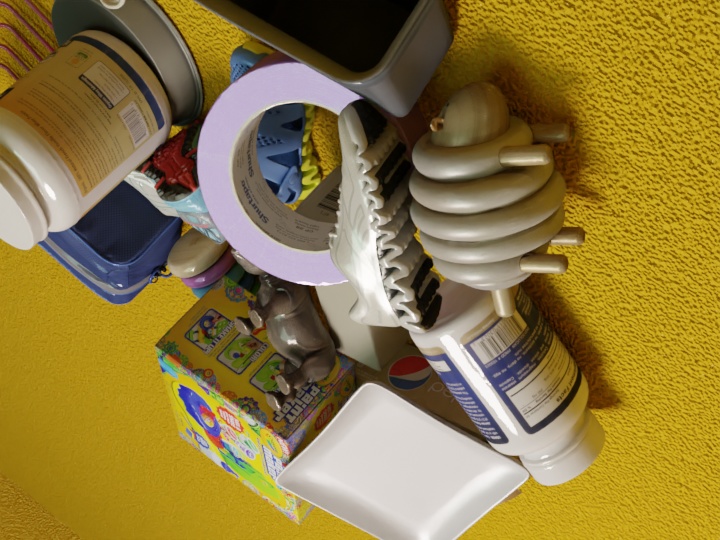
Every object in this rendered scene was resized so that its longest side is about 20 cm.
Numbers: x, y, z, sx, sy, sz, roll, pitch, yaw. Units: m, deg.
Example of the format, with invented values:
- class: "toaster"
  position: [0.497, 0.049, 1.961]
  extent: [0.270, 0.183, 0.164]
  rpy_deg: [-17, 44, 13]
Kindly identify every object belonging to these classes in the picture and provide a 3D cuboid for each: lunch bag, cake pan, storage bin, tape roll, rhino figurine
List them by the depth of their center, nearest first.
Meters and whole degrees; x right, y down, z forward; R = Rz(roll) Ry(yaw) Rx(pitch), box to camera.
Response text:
- class: "storage bin"
  position: [-0.018, -0.212, 0.948]
  extent: [0.199, 0.146, 0.134]
  rpy_deg: [32, 177, 21]
- class: "tape roll"
  position: [-0.039, -0.091, 1.087]
  extent: [0.197, 0.066, 0.203]
  rpy_deg: [7, 115, 14]
- class: "rhino figurine"
  position: [-0.083, 0.035, 1.263]
  extent: [0.059, 0.087, 0.202]
  rpy_deg: [0, 116, 49]
- class: "cake pan"
  position: [-0.251, -0.226, 1.317]
  extent: [0.199, 0.037, 0.201]
  rpy_deg: [32, 150, 21]
- class: "lunch bag"
  position: [-0.303, -0.060, 1.504]
  extent: [0.200, 0.136, 0.133]
  rpy_deg: [40, 153, 6]

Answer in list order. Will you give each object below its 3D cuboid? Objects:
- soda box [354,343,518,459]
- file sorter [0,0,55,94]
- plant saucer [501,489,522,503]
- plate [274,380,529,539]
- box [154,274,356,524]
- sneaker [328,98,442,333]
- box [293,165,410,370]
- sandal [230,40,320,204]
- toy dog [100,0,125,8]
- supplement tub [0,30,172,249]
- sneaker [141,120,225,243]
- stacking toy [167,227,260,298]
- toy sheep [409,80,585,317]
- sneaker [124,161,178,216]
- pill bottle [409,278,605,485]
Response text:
- class: "soda box"
  position: [0.086, 0.142, 1.337]
  extent: [0.199, 0.068, 0.064]
  rpy_deg: [22, 145, 35]
- class: "file sorter"
  position: [-0.426, -0.217, 1.452]
  extent: [0.125, 0.139, 0.200]
  rpy_deg: [44, 152, 1]
- class: "plant saucer"
  position: [0.083, 0.216, 1.386]
  extent: [0.198, 0.036, 0.200]
  rpy_deg: [26, 173, 3]
- class: "plate"
  position: [0.042, 0.203, 1.280]
  extent: [0.198, 0.033, 0.200]
  rpy_deg: [30, 130, -13]
- class: "box"
  position: [-0.110, 0.147, 1.407]
  extent: [0.192, 0.122, 0.201]
  rpy_deg: [31, 150, 23]
- class: "sneaker"
  position: [0.006, -0.039, 1.023]
  extent: [0.080, 0.075, 0.202]
  rpy_deg: [-3, 113, 28]
- class: "box"
  position: [0.000, 0.000, 1.247]
  extent: [0.068, 0.082, 0.201]
  rpy_deg: [23, 144, 32]
- class: "sandal"
  position: [-0.091, -0.126, 1.191]
  extent: [0.079, 0.087, 0.201]
  rpy_deg: [27, 146, 32]
- class: "toy dog"
  position: [-0.245, -0.303, 1.129]
  extent: [0.199, 0.096, 0.133]
  rpy_deg: [-5, 111, 52]
- class: "supplement tub"
  position: [-0.302, -0.131, 1.258]
  extent: [0.144, 0.200, 0.145]
  rpy_deg: [31, 149, 21]
- class: "sneaker"
  position: [-0.169, -0.083, 1.294]
  extent: [0.096, 0.079, 0.200]
  rpy_deg: [51, -174, -26]
- class: "stacking toy"
  position: [-0.142, 0.036, 1.496]
  extent: [0.085, 0.086, 0.201]
  rpy_deg: [6, 141, 49]
- class: "toy sheep"
  position: [0.104, -0.052, 0.990]
  extent: [0.137, 0.137, 0.202]
  rpy_deg: [12, 120, 45]
- class: "sneaker"
  position: [-0.237, -0.106, 1.426]
  extent: [0.199, 0.071, 0.081]
  rpy_deg: [34, 153, 17]
- class: "pill bottle"
  position: [0.142, 0.099, 1.159]
  extent: [0.201, 0.111, 0.111]
  rpy_deg: [53, 151, -17]
